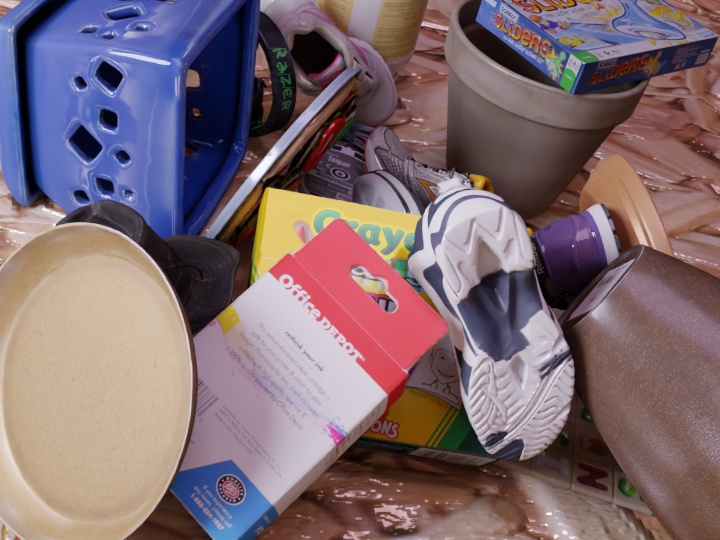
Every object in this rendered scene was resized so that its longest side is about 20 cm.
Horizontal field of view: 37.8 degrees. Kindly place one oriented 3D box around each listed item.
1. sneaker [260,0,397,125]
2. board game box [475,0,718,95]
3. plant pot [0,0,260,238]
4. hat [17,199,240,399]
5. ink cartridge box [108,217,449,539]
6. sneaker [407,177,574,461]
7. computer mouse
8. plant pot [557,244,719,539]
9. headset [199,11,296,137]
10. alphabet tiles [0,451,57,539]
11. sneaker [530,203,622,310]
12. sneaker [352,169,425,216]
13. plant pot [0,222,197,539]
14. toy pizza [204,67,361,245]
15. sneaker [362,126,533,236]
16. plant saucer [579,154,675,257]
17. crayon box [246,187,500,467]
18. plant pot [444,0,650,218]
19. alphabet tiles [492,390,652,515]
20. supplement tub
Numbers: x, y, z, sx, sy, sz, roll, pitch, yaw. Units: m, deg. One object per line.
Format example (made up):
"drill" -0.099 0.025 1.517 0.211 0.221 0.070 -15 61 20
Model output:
"sneaker" -0.032 -0.204 1.072 0.200 0.081 0.088 34 25 -38
"board game box" 0.227 -0.230 1.001 0.199 0.035 0.135 -18 50 -35
"plant pot" -0.202 -0.153 0.906 0.179 0.201 0.200 15 38 7
"hat" -0.181 0.000 0.746 0.199 0.081 0.201 -17 27 9
"ink cartridge box" -0.050 0.074 0.694 0.200 0.067 0.116 -42 77 -14
"sneaker" 0.086 0.025 0.739 0.079 0.200 0.130 -22 25 2
"computer mouse" -0.023 -0.092 1.018 0.109 0.044 0.200 23 33 -3
"plant pot" 0.236 0.083 0.735 0.200 0.187 0.187 44 42 1
"headset" -0.123 -0.208 1.062 0.094 0.124 0.199 -24 30 -36
"alphabet tiles" -0.224 0.111 0.724 0.166 0.008 0.201 5 40 -15
"sneaker" 0.161 -0.002 0.889 0.087 0.200 0.076 -17 74 2
"sneaker" 0.000 0.000 0.866 0.115 0.076 0.201 -4 57 -23
"plant pot" -0.172 0.072 0.649 0.200 0.201 0.027 41 16 27
"toy pizza" -0.058 -0.086 0.882 0.032 0.200 0.200 40 40 -4
"sneaker" 0.081 -0.066 0.966 0.200 0.082 0.078 47 23 21
"plant saucer" 0.227 0.003 0.888 0.037 0.201 0.201 -16 42 3
"crayon box" 0.011 0.043 0.785 0.199 0.058 0.174 10 72 -8
"plant pot" 0.163 -0.156 1.055 0.199 0.174 0.201 11 39 -9
"alphabet tiles" 0.176 0.116 0.864 0.199 0.006 0.167 18 39 1
"supplement tub" 0.003 -0.304 1.155 0.144 0.201 0.146 10 39 -9
